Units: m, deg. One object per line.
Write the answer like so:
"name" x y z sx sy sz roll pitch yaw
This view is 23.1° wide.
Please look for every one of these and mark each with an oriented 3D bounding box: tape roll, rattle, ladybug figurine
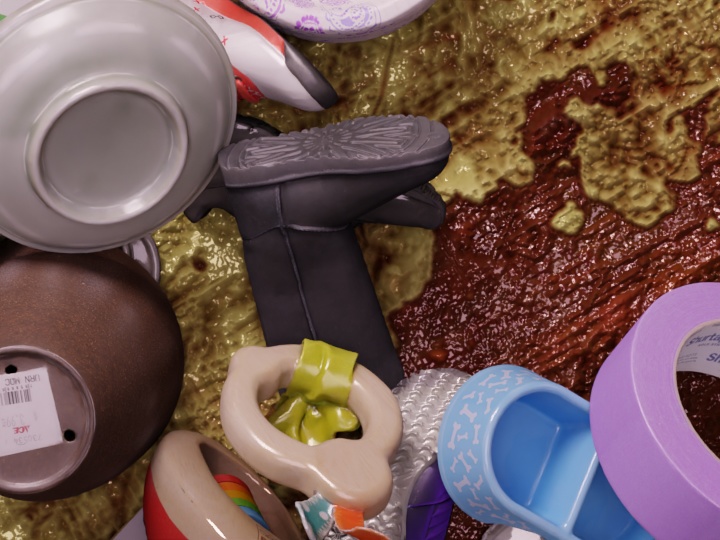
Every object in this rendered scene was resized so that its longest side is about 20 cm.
"tape roll" 0.259 0.108 1.202 0.198 0.066 0.202 13 51 -16
"rattle" -0.036 0.151 1.164 0.129 0.201 0.143 14 124 -35
"ladybug figurine" -0.095 0.181 1.194 0.135 0.200 0.072 40 94 -20

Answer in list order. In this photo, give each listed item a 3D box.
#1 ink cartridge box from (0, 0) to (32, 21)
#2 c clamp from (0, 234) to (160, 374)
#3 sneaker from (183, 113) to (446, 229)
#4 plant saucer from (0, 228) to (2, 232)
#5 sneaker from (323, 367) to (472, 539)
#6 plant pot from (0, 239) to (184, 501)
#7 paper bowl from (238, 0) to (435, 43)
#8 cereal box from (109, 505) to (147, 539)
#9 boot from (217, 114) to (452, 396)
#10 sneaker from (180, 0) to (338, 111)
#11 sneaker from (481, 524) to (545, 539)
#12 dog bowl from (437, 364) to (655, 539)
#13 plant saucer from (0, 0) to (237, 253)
"ink cartridge box" -0.259 -0.207 1.214 0.145 0.083 0.202 17 62 -1
"c clamp" -0.252 -0.009 1.278 0.198 0.027 0.172 -24 89 0
"sneaker" -0.037 -0.052 1.265 0.198 0.076 0.092 15 98 8
"plant saucer" -0.329 -0.030 1.237 0.199 0.039 0.203 -8 60 14
"sneaker" 0.035 0.168 1.257 0.069 0.100 0.201 11 59 30
"plant pot" -0.215 0.078 1.178 0.185 0.200 0.189 0 97 -3
"paper bowl" -0.017 -0.261 1.244 0.198 0.104 0.203 0 89 -1
"cereal box" -0.119 0.274 1.224 0.200 0.144 0.040 44 130 -1
"boot" -0.001 0.000 1.214 0.163 0.066 0.202 -4 118 16
"sneaker" -0.114 -0.140 1.238 0.201 0.067 0.108 39 88 25
"sneaker" 0.092 0.263 1.250 0.075 0.081 0.202 25 88 2
"dog bowl" 0.148 0.143 1.229 0.199 0.049 0.112 31 75 -23
"plant saucer" -0.169 -0.087 1.148 0.198 0.050 0.202 -14 129 -18
